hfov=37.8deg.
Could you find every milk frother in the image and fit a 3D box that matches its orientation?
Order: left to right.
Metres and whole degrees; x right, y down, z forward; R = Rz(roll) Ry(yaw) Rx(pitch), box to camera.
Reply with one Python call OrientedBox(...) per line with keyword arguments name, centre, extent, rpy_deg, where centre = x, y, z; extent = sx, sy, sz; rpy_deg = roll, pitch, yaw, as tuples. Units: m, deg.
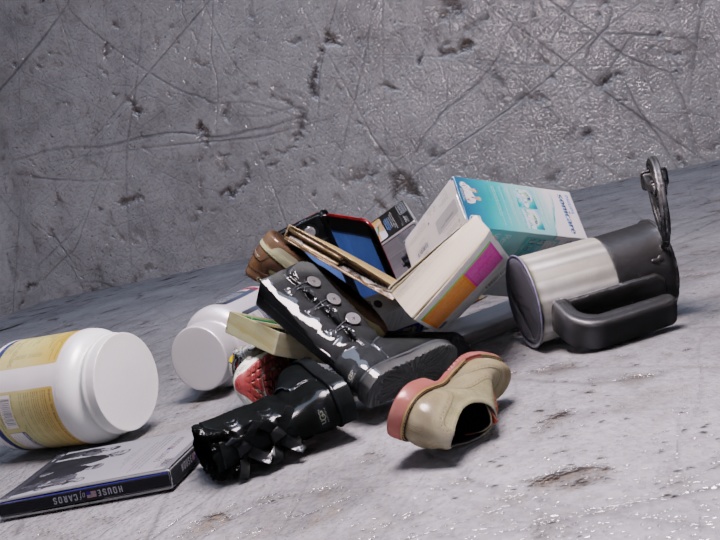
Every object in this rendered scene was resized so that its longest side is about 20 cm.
OrientedBox(name="milk frother", centre=(0.282, -0.021, 1.263), extent=(0.185, 0.204, 0.180), rpy_deg=(-14, 11, -10))

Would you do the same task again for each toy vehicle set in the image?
OrientedBox(name="toy vehicle set", centre=(-0.054, 0.091, 1.294), extent=(0.197, 0.027, 0.123), rpy_deg=(14, 2, -38))

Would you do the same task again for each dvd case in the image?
OrientedBox(name="dvd case", centre=(-0.270, 0.217, 1.143), extent=(0.196, 0.025, 0.150), rpy_deg=(-12, 7, 11))

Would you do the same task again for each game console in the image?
OrientedBox(name="game console", centre=(-0.035, 0.024, 1.583), extent=(0.170, 0.202, 0.119), rpy_deg=(-25, 26, -1))

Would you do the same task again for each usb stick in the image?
OrientedBox(name="usb stick", centre=(0.069, 0.099, 1.330), extent=(0.199, 0.055, 0.033), rpy_deg=(-4, 47, 57))

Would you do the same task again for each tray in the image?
OrientedBox(name="tray", centre=(0.181, 0.072, 1.456), extent=(0.197, 0.023, 0.107), rpy_deg=(-17, 9, -31))

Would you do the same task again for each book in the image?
OrientedBox(name="book", centre=(0.118, 0.011, 1.267), extent=(0.133, 0.048, 0.200), rpy_deg=(-44, -18, 4))

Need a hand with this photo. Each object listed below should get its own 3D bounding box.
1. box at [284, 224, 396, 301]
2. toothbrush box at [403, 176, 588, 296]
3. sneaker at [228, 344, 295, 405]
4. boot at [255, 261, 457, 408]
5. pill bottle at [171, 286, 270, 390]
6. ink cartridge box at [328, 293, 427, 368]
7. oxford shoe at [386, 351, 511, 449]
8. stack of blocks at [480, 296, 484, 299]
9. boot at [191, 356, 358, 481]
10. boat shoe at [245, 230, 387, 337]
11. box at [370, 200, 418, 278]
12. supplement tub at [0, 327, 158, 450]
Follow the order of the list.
OrientedBox(name="box", centre=(0.000, 0.000, 1.350), extent=(0.162, 0.022, 0.200), rpy_deg=(29, 1, 15))
OrientedBox(name="toothbrush box", centre=(0.181, -0.040, 1.421), extent=(0.197, 0.087, 0.147), rpy_deg=(4, -37, -30))
OrientedBox(name="sneaker", centre=(-0.130, 0.133, 1.308), extent=(0.080, 0.080, 0.200), rpy_deg=(2, 0, 6))
OrientedBox(name="boot", centre=(-0.004, 0.064, 1.212), extent=(0.199, 0.067, 0.163), rpy_deg=(37, 28, 33))
OrientedBox(name="pill bottle", centre=(-0.187, 0.101, 1.525), extent=(0.117, 0.122, 0.200), rpy_deg=(-10, 7, 23))
OrientedBox(name="ink cartridge box", centre=(0.040, 0.068, 1.473), extent=(0.197, 0.039, 0.100), rpy_deg=(-17, -32, -29))
OrientedBox(name="oxford shoe", centre=(0.104, 0.132, 1.009), extent=(0.074, 0.072, 0.199), rpy_deg=(22, 24, 29))
OrientedBox(name="stack of blocks", centre=(0.112, 0.030, 1.776), extent=(0.197, 0.060, 0.114), rpy_deg=(-8, 9, 38))
OrientedBox(name="boot", centre=(-0.103, 0.159, 1.122), extent=(0.160, 0.075, 0.198), rpy_deg=(-22, 7, -18))
OrientedBox(name="boat shoe", centre=(-0.059, 0.037, 1.329), extent=(0.075, 0.201, 0.075), rpy_deg=(-50, 13, 8))
OrientedBox(name="box", centre=(0.023, -0.005, 1.696), extent=(0.198, 0.117, 0.060), rpy_deg=(-34, 42, 6))
OrientedBox(name="supplement tub", centre=(-0.374, 0.153, 1.358), extent=(0.197, 0.147, 0.144), rpy_deg=(-9, 8, 29))
